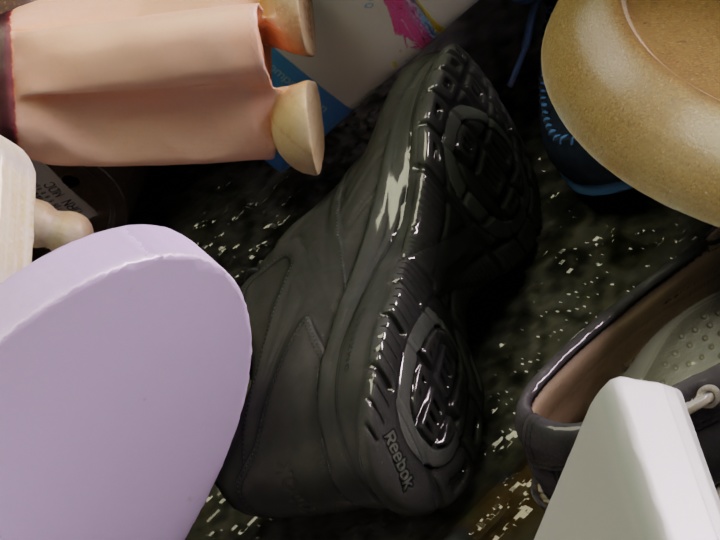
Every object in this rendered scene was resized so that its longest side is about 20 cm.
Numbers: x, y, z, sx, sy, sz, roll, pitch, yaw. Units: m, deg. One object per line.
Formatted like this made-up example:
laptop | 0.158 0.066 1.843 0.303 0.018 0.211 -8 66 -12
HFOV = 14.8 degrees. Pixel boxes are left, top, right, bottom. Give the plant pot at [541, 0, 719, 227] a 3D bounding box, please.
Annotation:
plant pot | 0.155 -0.073 0.854 0.199 0.028 0.200 0 36 0

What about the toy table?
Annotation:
toy table | -0.134 0.055 0.858 0.200 0.184 0.117 -48 50 -6

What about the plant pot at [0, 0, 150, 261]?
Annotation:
plant pot | -0.138 -0.100 1.053 0.186 0.187 0.201 -18 53 15

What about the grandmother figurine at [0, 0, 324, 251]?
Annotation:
grandmother figurine | -0.115 -0.065 0.931 0.199 0.061 0.122 -6 77 5

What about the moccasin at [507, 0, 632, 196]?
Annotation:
moccasin | 0.088 -0.109 0.984 0.080 0.068 0.201 -14 38 20

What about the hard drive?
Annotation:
hard drive | 0.067 0.139 0.659 0.026 0.132 0.200 9 34 -15

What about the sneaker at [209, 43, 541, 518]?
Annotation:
sneaker | 0.000 0.000 0.912 0.090 0.076 0.200 -15 35 30

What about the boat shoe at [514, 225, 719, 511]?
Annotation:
boat shoe | 0.128 0.006 0.825 0.200 0.060 0.074 -37 35 -11

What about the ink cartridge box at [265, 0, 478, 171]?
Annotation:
ink cartridge box | 0.022 -0.148 0.980 0.200 0.085 0.145 -41 15 41
